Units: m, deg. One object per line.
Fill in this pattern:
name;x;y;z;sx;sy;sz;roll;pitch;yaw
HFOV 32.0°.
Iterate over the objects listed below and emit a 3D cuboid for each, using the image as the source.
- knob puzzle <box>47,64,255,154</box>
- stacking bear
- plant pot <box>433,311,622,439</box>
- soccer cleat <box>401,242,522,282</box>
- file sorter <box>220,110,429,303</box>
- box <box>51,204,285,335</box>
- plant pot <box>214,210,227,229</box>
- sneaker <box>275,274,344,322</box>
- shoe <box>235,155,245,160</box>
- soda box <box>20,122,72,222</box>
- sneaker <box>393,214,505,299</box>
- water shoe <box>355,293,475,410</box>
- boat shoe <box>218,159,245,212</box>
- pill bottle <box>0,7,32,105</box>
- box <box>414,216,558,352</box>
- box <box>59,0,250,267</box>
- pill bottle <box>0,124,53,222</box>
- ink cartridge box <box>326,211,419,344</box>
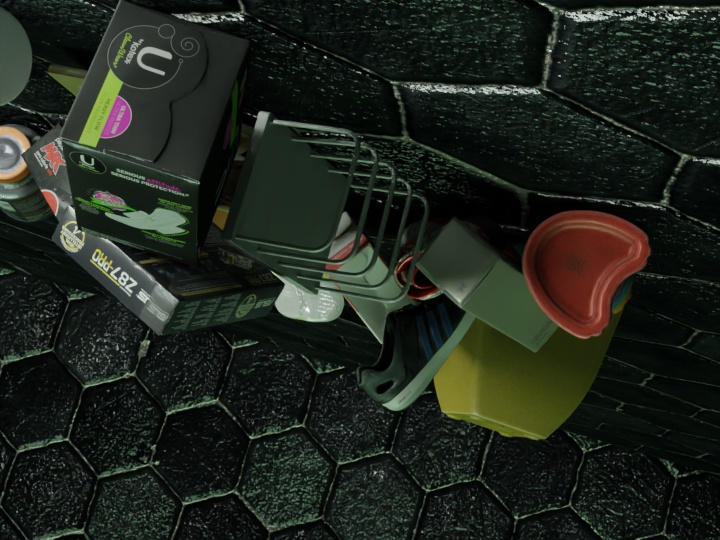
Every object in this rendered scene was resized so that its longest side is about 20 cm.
knob puzzle;-0.196;-0.167;1.304;0.219;0.031;0.220;17;169;3
stacking bear;0.238;0.004;1.309;0.114;0.122;0.200;32;-176;17
plant pot;0.205;0.117;1.692;0.194;0.200;0.195;20;169;-15
soccer cleat;0.131;-0.014;1.542;0.076;0.067;0.200;-16;-173;-40
file sorter;-0.028;-0.059;1.311;0.124;0.139;0.200;10;168;27
box;-0.191;-0.009;1.282;0.161;0.049;0.200;37;-160;19
plant pot;-0.275;-0.048;1.682;0.140;0.200;0.200;33;172;10
sneaker;-0.095;0.008;1.634;0.200;0.076;0.105;24;-168;21
shoe;-0.213;-0.106;1.488;0.200;0.091;0.071;15;170;9
soda box;-0.346;-0.089;1.561;0.200;0.071;0.063;53;-177;33
sneaker;0.069;-0.012;1.448;0.201;0.108;0.067;-9;110;59
water shoe;0.071;0.065;1.443;0.079;0.200;0.071;35;173;-15
boat shoe;-0.113;-0.091;1.407;0.072;0.072;0.200;2;174;41
pill bottle;-0.413;-0.206;1.216;0.200;0.114;0.114;7;166;43
box;0.146;0.018;1.347;0.082;0.068;0.200;44;-172;33
box;-0.181;-0.117;1.129;0.124;0.149;0.200;18;159;-2
pill bottle;-0.464;-0.135;1.702;0.106;0.106;0.200;17;170;-2
ink cartridge box;0.000;0.000;1.555;0.117;0.067;0.200;52;-179;-20
